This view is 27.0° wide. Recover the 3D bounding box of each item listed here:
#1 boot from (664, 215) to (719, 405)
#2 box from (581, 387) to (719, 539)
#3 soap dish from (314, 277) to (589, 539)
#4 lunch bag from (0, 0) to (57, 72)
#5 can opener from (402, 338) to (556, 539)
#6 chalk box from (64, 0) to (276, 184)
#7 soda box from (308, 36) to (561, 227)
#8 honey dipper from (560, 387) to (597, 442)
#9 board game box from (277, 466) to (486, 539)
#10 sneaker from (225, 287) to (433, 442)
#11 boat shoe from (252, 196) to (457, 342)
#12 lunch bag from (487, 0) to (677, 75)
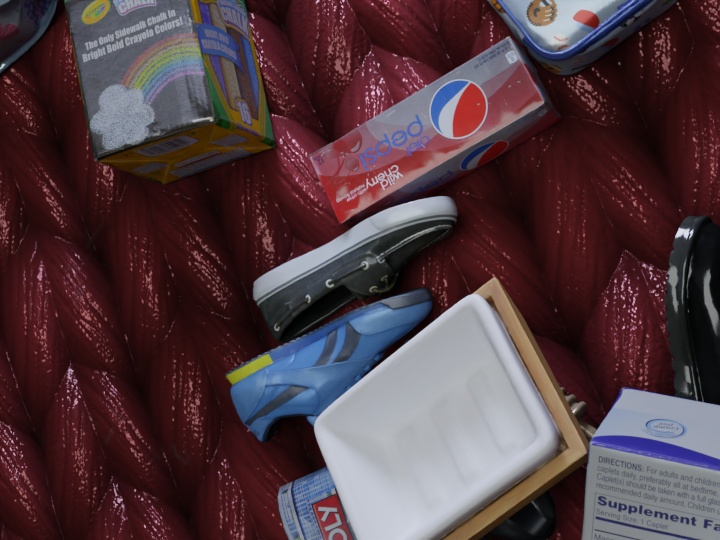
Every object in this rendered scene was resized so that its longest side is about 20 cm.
[{"bbox_3d":[0.318,0.060,1.125,0.157,0.079,0.212,-4,93,27],"label":"boot"},{"bbox_3d":[0.257,0.207,1.083,0.184,0.105,0.200,10,113,21],"label":"box"},{"bbox_3d":[0.071,0.128,1.137,0.200,0.081,0.158,-40,57,23],"label":"soap dish"},{"bbox_3d":[-0.398,-0.268,1.416,0.200,0.127,0.170,-38,74,6],"label":"lunch bag"},{"bbox_3d":[0.099,0.133,1.216,0.079,0.063,0.200,-51,57,37],"label":"can opener"},{"bbox_3d":[-0.171,-0.195,1.321,0.124,0.124,0.201,-16,78,20],"label":"chalk box"},{"bbox_3d":[0.062,-0.110,1.253,0.200,0.063,0.070,-30,74,16],"label":"soda box"},{"bbox_3d":[0.213,0.153,1.183,0.200,0.038,0.038,36,97,17],"label":"honey dipper"},{"bbox_3d":[0.006,0.251,1.233,0.200,0.062,0.200,-26,75,15],"label":"board game box"},{"bbox_3d":[-0.017,0.080,1.265,0.200,0.066,0.079,-28,84,17],"label":"sneaker"},{"bbox_3d":[0.000,0.000,1.264,0.200,0.069,0.057,-26,73,24],"label":"boat shoe"},{"bbox_3d":[0.165,-0.274,1.229,0.160,0.076,0.200,-36,74,11],"label":"lunch bag"}]
